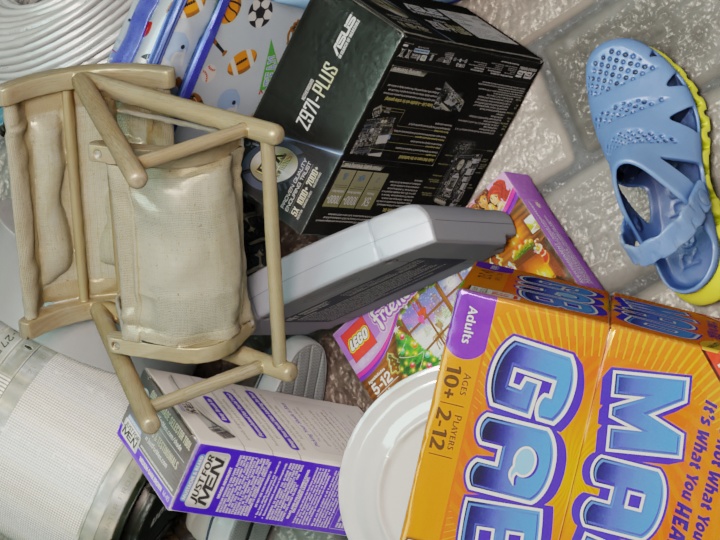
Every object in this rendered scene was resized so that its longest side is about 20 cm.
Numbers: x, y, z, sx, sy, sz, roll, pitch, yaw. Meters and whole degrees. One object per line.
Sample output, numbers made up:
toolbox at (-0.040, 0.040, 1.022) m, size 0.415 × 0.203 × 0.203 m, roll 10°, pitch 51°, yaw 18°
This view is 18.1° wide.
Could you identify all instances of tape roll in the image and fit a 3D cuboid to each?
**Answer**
tape roll at (-0.212, 0.014, 1.812) m, size 0.200 × 0.200 × 0.067 m, roll 33°, pitch 105°, yaw 32°

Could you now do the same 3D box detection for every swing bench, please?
swing bench at (-0.153, -0.026, 1.602) m, size 0.200 × 0.129 × 0.200 m, roll 31°, pitch 131°, yaw 47°

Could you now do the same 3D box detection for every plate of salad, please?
plate of salad at (0.083, 0.160, 1.658) m, size 0.198 × 0.048 × 0.202 m, roll 1°, pitch 104°, yaw 4°

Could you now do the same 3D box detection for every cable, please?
cable at (-0.243, -0.224, 1.862) m, size 0.199 × 0.069 × 0.201 m, roll -19°, pitch 38°, yaw 14°

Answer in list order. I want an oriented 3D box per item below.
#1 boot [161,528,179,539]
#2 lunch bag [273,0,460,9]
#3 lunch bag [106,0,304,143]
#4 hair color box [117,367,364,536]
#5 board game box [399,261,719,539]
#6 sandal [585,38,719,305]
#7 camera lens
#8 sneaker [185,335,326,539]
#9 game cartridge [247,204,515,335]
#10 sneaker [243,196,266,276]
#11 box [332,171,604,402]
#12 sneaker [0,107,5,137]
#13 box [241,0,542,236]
boot at (-0.250, 0.229, 1.906) m, size 0.167 × 0.072 × 0.200 m, roll -49°, pitch 66°, yaw 21°
lunch bag at (0.051, -0.238, 1.666) m, size 0.199 × 0.150 × 0.095 m, roll 1°, pitch 88°, yaw 35°
lunch bag at (-0.122, -0.151, 1.713) m, size 0.075 × 0.160 × 0.201 m, roll 30°, pitch 100°, yaw 38°
hair color box at (-0.069, 0.139, 1.689) m, size 0.109 × 0.199 × 0.065 m, roll 47°, pitch 116°, yaw 51°
board game box at (0.144, 0.121, 1.513) m, size 0.198 × 0.200 × 0.201 m, roll 14°, pitch 97°, yaw 5°
sandal at (0.205, -0.074, 1.591) m, size 0.079 × 0.087 × 0.201 m, roll -31°, pitch 69°, yaw 32°
camera lens at (-0.237, 0.139, 1.778) m, size 0.199 × 0.160 × 0.161 m, roll 27°, pitch 104°, yaw 11°
sneaker at (-0.091, 0.136, 1.799) m, size 0.071 × 0.073 × 0.201 m, roll 31°, pitch 104°, yaw 34°
game cartridge at (0.000, 0.000, 1.656) m, size 0.199 × 0.133 × 0.041 m, roll -25°, pitch 79°, yaw 33°
sneaker at (-0.136, -0.035, 1.844) m, size 0.086 × 0.077 × 0.201 m, roll -48°, pitch 54°, yaw 29°
box at (0.084, 0.042, 1.698) m, size 0.200 × 0.039 × 0.137 m, roll -44°, pitch 64°, yaw 26°
sneaker at (-0.243, -0.184, 1.917) m, size 0.199 × 0.079 × 0.096 m, roll -21°, pitch 74°, yaw 33°
box at (0.019, -0.113, 1.653) m, size 0.086 × 0.199 × 0.165 m, roll 37°, pitch 109°, yaw 29°
